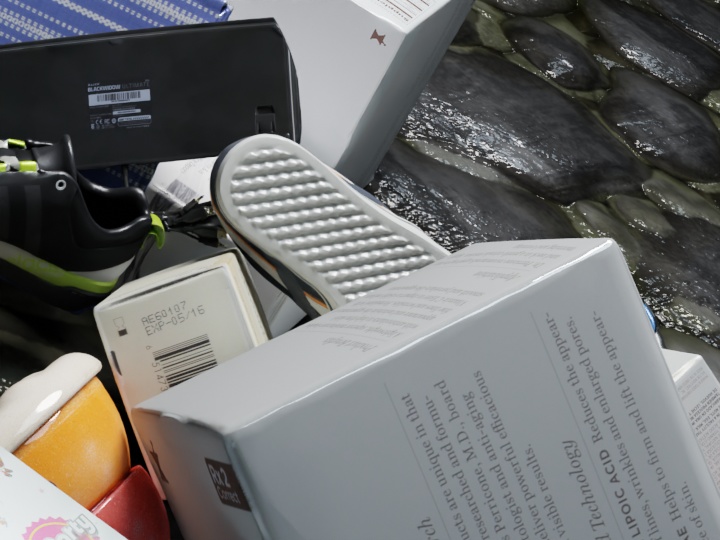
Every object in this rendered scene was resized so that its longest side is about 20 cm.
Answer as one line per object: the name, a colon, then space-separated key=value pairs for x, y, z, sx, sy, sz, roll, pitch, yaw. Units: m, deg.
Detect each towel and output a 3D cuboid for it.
towel: x=-0.175 y=-0.091 z=1.433 sx=0.145 sy=0.200 sz=0.024 roll=25 pitch=-1 yaw=9

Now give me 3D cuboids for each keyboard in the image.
keyboard: x=-0.131 y=-0.071 z=1.403 sx=0.200 sy=0.127 sz=0.021 roll=-5 pitch=-7 yaw=9

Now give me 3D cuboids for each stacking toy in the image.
stacking toy: x=-0.121 y=0.151 z=1.183 sx=0.200 sy=0.146 sz=0.146 roll=47 pitch=27 yaw=-3

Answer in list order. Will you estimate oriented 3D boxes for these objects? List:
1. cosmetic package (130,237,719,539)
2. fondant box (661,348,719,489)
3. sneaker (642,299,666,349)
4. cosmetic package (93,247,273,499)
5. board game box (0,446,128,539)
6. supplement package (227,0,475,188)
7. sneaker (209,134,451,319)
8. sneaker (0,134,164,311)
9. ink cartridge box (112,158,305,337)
cosmetic package: x=0.030 y=0.098 z=1.136 sx=0.165 sy=0.200 sz=0.165 roll=67 pitch=-17 yaw=-8
fondant box: x=0.183 y=0.133 z=1.400 sx=0.200 sy=0.058 sz=0.144 roll=56 pitch=-18 yaw=-18
sneaker: x=0.131 y=0.040 z=1.609 sx=0.073 sy=0.112 sz=0.200 roll=0 pitch=40 yaw=-46
cosmetic package: x=-0.082 y=0.049 z=1.298 sx=0.200 sy=0.073 sz=0.104 roll=-101 pitch=172 yaw=-86
board game box: x=-0.139 y=0.173 z=1.073 sx=0.200 sy=0.148 sz=0.064 roll=35 pitch=37 yaw=8
supplement package: x=-0.040 y=-0.143 z=1.659 sx=0.147 sy=0.191 sz=0.200 roll=33 pitch=27 yaw=6
sneaker: x=0.000 y=0.000 z=1.358 sx=0.200 sy=0.078 sz=0.079 roll=46 pitch=-6 yaw=-12
sneaker: x=-0.189 y=-0.051 z=1.324 sx=0.200 sy=0.083 sz=0.072 roll=28 pitch=27 yaw=-39
ink cartridge box: x=-0.111 y=-0.042 z=1.518 sx=0.200 sy=0.083 sz=0.147 roll=34 pitch=27 yaw=7
